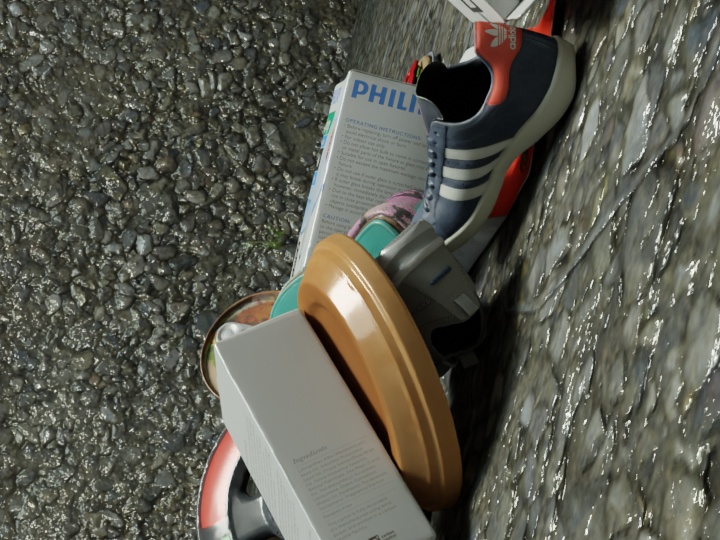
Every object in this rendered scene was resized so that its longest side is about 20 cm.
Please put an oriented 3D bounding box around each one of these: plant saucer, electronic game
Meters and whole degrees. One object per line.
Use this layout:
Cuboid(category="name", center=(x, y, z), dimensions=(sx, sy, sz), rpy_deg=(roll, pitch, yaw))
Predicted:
Cuboid(category="plant saucer", center=(0.006, 0.074, 0.979), dimensions=(0.201, 0.037, 0.201), rpy_deg=(59, 163, 30))
Cuboid(category="electronic game", center=(-0.039, 0.171, 1.095), dimensions=(0.042, 0.197, 0.203), rpy_deg=(43, -126, -54))

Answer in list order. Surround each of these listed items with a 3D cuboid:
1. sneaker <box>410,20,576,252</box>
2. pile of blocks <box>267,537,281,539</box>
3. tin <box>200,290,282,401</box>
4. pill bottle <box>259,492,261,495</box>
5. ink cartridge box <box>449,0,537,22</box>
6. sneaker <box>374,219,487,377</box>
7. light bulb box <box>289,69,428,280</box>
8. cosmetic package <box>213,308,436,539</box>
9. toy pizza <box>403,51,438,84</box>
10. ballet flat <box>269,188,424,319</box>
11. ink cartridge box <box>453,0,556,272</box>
Cuboid(category="sneaker", center=(0.064, -0.091, 0.969), dimensions=(0.076, 0.083, 0.201), rpy_deg=(-89, 24, -45))
Cuboid(category="pile of blocks", center=(-0.042, 0.217, 1.146), dimensions=(0.199, 0.082, 0.062), rpy_deg=(-41, 28, 13))
Cuboid(category="tin", center=(-0.045, 0.087, 1.197), dimensions=(0.112, 0.198, 0.042), rpy_deg=(-54, -35, -23))
Cuboid(category="pill bottle", center=(-0.035, 0.207, 1.253), dimensions=(0.111, 0.109, 0.203), rpy_deg=(-140, 63, -83))
Cuboid(category="ink cartridge box", center=(0.104, -0.229, 0.956), dimensions=(0.116, 0.067, 0.200), rpy_deg=(-48, 9, 4))
Cuboid(category="sneaker", center=(0.049, 0.046, 1.008), dimensions=(0.075, 0.082, 0.200), rpy_deg=(-39, -21, -10))
Cuboid(category="light bulb box", center=(0.018, -0.067, 1.324), dimensions=(0.198, 0.123, 0.203), rpy_deg=(-151, 75, -84))
Cuboid(category="cosmetic package", center=(-0.027, 0.138, 0.976), dimensions=(0.201, 0.070, 0.102), rpy_deg=(57, 160, 32))
Cuboid(category="toy pizza", center=(0.050, -0.158, 1.673), dimensions=(0.200, 0.031, 0.203), rpy_deg=(-166, 90, -84))
Cuboid(category="ballet flat", center=(0.000, 0.000, 1.141), dimensions=(0.071, 0.069, 0.200), rpy_deg=(-39, -4, -43))
Cuboid(category="ink cartridge box", center=(0.092, -0.104, 1.074), dimensions=(0.200, 0.047, 0.162), rpy_deg=(114, 168, -67))
